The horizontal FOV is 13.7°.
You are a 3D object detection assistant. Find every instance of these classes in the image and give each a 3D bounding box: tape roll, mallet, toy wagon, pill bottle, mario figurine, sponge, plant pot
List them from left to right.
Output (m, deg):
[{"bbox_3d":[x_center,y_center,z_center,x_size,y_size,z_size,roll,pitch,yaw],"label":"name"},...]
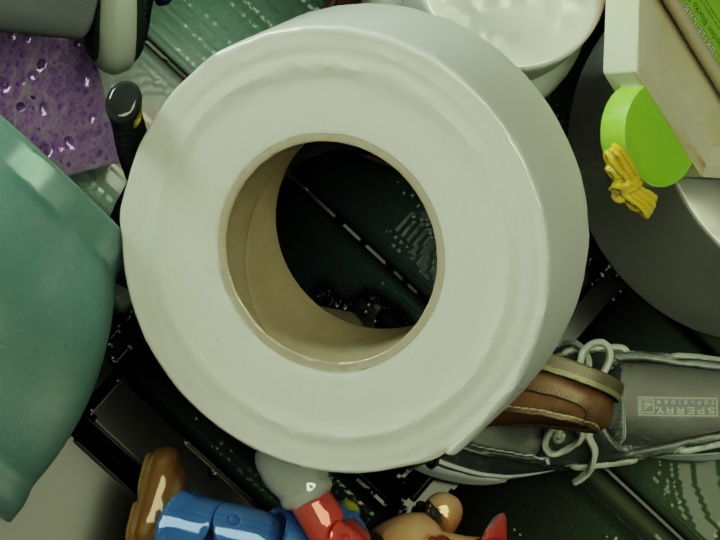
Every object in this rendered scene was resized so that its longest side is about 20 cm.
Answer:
[{"bbox_3d":[-0.221,-0.081,1.435,0.199,0.030,0.112,-16,110,-15],"label":"sponge"},{"bbox_3d":[-0.187,-0.002,1.353,0.200,0.200,0.134,43,85,-4],"label":"plant pot"},{"bbox_3d":[-0.107,-0.036,1.392,0.041,0.200,0.066,22,82,7],"label":"mallet"},{"bbox_3d":[-0.006,0.126,1.430,0.199,0.123,0.107,13,92,4],"label":"mario figurine"},{"bbox_3d":[-0.002,-0.014,1.326,0.201,0.071,0.203,4,104,18],"label":"tape roll"},{"bbox_3d":[0.046,-0.118,1.436,0.109,0.200,0.110,2,81,-13],"label":"pill bottle"},{"bbox_3d":[0.161,-0.104,1.365,0.200,0.039,0.155,-50,119,-26],"label":"toy wagon"},{"bbox_3d":[0.218,-0.072,1.502,0.202,0.139,0.204,2,81,-12],"label":"tape roll"}]

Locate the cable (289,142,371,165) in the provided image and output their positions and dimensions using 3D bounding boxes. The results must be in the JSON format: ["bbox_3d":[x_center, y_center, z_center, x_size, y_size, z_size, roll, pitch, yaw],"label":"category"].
[{"bbox_3d":[0.000,0.000,1.392,0.199,0.051,0.164,26,99,23],"label":"cable"}]

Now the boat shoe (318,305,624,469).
[{"bbox_3d":[0.029,0.065,1.443,0.199,0.072,0.068,8,76,26],"label":"boat shoe"}]

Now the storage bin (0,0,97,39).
[{"bbox_3d":[-0.177,-0.196,1.356,0.134,0.146,0.201,11,99,-15],"label":"storage bin"}]

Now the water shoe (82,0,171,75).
[{"bbox_3d":[-0.083,-0.188,1.415,0.079,0.071,0.201,9,83,-15],"label":"water shoe"}]

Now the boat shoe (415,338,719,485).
[{"bbox_3d":[0.112,0.070,1.490,0.198,0.068,0.074,4,80,-10],"label":"boat shoe"}]
